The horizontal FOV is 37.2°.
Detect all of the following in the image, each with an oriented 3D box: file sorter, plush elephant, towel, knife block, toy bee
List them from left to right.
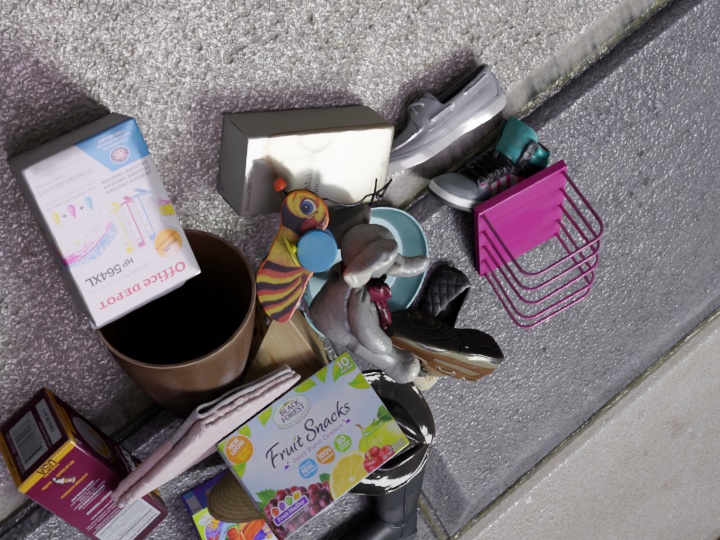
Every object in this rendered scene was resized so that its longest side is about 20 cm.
[{"bbox_3d":[-0.185,0.195,1.284,0.191,0.032,0.199,-43,169,31],"label":"towel"},{"bbox_3d":[-0.070,-0.049,1.224,0.108,0.131,0.201,37,74,-7],"label":"toy bee"},{"bbox_3d":[-0.073,0.111,1.403,0.173,0.064,0.201,6,130,-27],"label":"knife block"},{"bbox_3d":[0.010,0.009,1.311,0.198,0.166,0.155,25,115,-30],"label":"plush elephant"},{"bbox_3d":[0.247,-0.025,1.470,0.138,0.126,0.201,-28,155,-6],"label":"file sorter"}]

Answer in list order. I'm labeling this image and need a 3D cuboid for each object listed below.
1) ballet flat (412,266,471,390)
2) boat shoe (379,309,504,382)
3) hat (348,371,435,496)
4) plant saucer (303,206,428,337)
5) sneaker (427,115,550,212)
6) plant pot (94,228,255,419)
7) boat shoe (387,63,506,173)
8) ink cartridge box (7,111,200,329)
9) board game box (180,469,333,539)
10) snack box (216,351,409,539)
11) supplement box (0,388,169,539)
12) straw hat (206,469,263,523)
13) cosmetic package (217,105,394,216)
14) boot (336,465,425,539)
[{"bbox_3d":[0.111,0.090,1.554,0.066,0.057,0.203,-4,119,-31],"label":"ballet flat"},{"bbox_3d":[0.110,0.117,1.506,0.198,0.076,0.074,19,122,-27],"label":"boat shoe"},{"bbox_3d":[0.039,0.240,1.543,0.198,0.081,0.204,-1,91,-29],"label":"hat"},{"bbox_3d":[0.000,0.000,1.436,0.197,0.036,0.203,-17,126,-25],"label":"plant saucer"},{"bbox_3d":[0.184,-0.146,1.437,0.198,0.084,0.122,-6,126,-41],"label":"sneaker"},{"bbox_3d":[-0.206,0.089,1.269,0.185,0.188,0.201,-26,146,-18],"label":"plant pot"},{"bbox_3d":[0.096,-0.195,1.364,0.198,0.072,0.069,-31,110,-6],"label":"boat shoe"},{"bbox_3d":[-0.264,-0.046,1.125,0.127,0.125,0.202,-28,109,-17],"label":"ink cartridge box"},{"bbox_3d":[-0.145,0.331,1.537,0.198,0.045,0.136,-28,130,-17],"label":"board game box"},{"bbox_3d":[-0.059,0.218,1.333,0.199,0.143,0.053,-35,173,-15],"label":"snack box"},{"bbox_3d":[-0.337,0.250,1.309,0.086,0.110,0.200,-42,133,-4],"label":"supplement box"},{"bbox_3d":[-0.130,0.239,1.417,0.199,0.201,0.086,-25,109,-19],"label":"straw hat"},{"bbox_3d":[-0.065,-0.134,1.283,0.197,0.073,0.105,-10,124,-30],"label":"cosmetic package"},{"bbox_3d":[0.027,0.351,1.652,0.163,0.065,0.203,-20,130,-34],"label":"boot"}]
